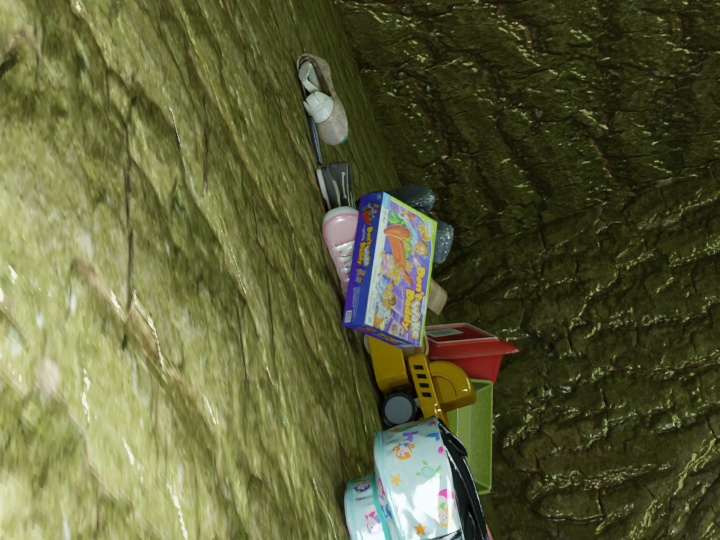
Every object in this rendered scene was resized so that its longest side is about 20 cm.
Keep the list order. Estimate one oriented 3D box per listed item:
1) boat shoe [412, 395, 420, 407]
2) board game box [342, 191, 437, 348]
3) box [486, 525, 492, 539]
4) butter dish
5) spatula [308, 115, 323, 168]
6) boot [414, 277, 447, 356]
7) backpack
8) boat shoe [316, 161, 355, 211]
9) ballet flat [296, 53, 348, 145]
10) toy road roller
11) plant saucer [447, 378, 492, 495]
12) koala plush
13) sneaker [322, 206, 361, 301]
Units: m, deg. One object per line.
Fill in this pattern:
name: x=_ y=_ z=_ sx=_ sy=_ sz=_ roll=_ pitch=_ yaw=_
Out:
boat shoe: x=0.108 y=0.249 z=1.917 sx=0.200 sy=0.071 sz=0.070 roll=19 pitch=47 yaw=-80
board game box: x=0.046 y=0.002 z=1.572 sx=0.134 sy=0.045 sz=0.200 roll=25 pitch=67 yaw=-45
box: x=0.193 y=0.529 z=1.744 sx=0.095 sy=0.102 sz=0.200 roll=-98 pitch=167 yaw=-58
butter dish: x=0.167 y=0.185 z=1.971 sx=0.199 sy=0.200 sz=0.148 roll=-155 pitch=-117 yaw=-65
spatula: x=-0.056 y=-0.166 z=1.798 sx=0.057 sy=0.021 sz=0.200 roll=-103 pitch=174 yaw=-81
boot: x=0.058 y=0.083 z=1.822 sx=0.155 sy=0.200 sz=0.077 roll=32 pitch=-7 yaw=-36
backpack: x=0.062 y=0.258 z=1.116 sx=0.178 sy=0.150 sz=0.200 roll=-67 pitch=146 yaw=-84
boat shoe: x=-0.018 y=-0.082 z=1.745 sx=0.067 sy=0.057 sz=0.200 roll=-35 pitch=108 yaw=-83
ballet flat: x=-0.077 y=-0.307 z=1.880 sx=0.067 sy=0.068 sz=0.200 roll=32 pitch=31 yaw=-50
toy road roller: x=0.098 y=0.167 z=1.682 sx=0.123 sy=0.146 sz=0.200 roll=57 pitch=17 yaw=-68
plant saucer: x=0.177 y=0.287 z=1.830 sx=0.200 sy=0.048 sz=0.200 roll=17 pitch=73 yaw=-65
koala plush: x=0.055 y=-0.029 z=1.937 sx=0.177 sy=0.183 sz=0.200 roll=-110 pitch=-161 yaw=-49
sneaker: x=0.000 y=0.000 z=1.599 sx=0.200 sy=0.075 sz=0.105 roll=72 pitch=0 yaw=-45
